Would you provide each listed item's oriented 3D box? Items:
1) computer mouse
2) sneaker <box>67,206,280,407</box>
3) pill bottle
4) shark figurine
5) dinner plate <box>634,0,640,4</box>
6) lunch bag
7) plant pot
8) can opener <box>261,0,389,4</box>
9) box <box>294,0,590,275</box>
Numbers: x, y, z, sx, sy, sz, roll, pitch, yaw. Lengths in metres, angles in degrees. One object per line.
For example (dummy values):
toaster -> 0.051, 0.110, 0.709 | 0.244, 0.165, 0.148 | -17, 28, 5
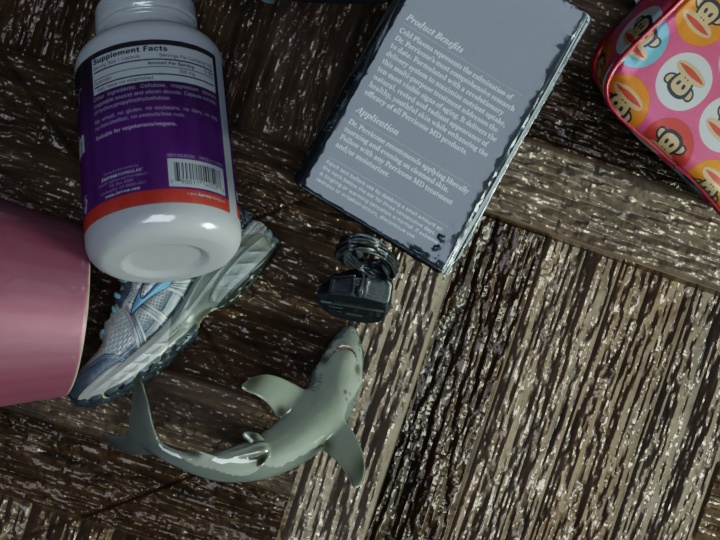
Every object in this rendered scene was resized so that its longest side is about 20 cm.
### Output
computer mouse -> 0.000, 0.000, 0.977 | 0.058, 0.200, 0.034 | 10, 74, -1
sneaker -> -0.158, 0.021, 1.031 | 0.200, 0.078, 0.086 | -44, 85, -7
pill bottle -> -0.150, -0.100, 0.970 | 0.111, 0.113, 0.202 | -6, 70, -4
shark figurine -> -0.083, 0.136, 1.036 | 0.212, 0.090, 0.129 | -16, 70, -19
dinner plate -> 0.303, -0.259, 1.060 | 0.197, 0.024, 0.203 | 0, 95, -5
lunch bag -> 0.295, -0.146, 1.018 | 0.200, 0.082, 0.176 | 41, 107, -16
plant pot -> -0.295, 0.021, 0.962 | 0.177, 0.200, 0.203 | 6, 95, -22
can opener -> -0.047, -0.216, 0.943 | 0.078, 0.199, 0.064 | -16, 120, -45
box -> 0.049, -0.119, 0.962 | 0.123, 0.200, 0.198 | 31, 92, -6
